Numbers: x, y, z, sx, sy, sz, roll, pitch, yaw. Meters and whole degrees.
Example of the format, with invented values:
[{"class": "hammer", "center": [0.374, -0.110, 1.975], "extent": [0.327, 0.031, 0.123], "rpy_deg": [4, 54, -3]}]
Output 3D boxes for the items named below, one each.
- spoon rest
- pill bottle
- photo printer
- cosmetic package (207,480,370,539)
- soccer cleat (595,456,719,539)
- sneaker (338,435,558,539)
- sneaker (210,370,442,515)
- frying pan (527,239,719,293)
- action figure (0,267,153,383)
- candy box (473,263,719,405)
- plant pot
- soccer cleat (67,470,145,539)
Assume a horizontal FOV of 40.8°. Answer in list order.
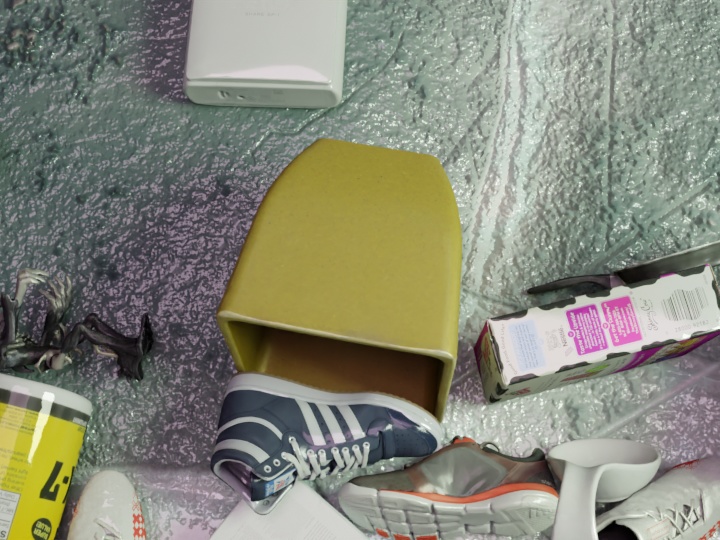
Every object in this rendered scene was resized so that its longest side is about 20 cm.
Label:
[{"class": "spoon rest", "center": [0.196, 0.175, 0.809], "extent": [0.098, 0.200, 0.062], "rpy_deg": [-1, 103, 22]}, {"class": "pill bottle", "center": [-0.317, 0.200, 0.854], "extent": [0.113, 0.114, 0.203], "rpy_deg": [11, 75, 5]}, {"class": "photo printer", "center": [-0.095, -0.272, 1.007], "extent": [0.164, 0.070, 0.203], "rpy_deg": [3, 74, 3]}, {"class": "cosmetic package", "center": [-0.081, 0.294, 0.850], "extent": [0.150, 0.052, 0.200], "rpy_deg": [38, 78, 15]}, {"class": "soccer cleat", "center": [0.252, 0.223, 0.840], "extent": [0.198, 0.085, 0.069], "rpy_deg": [-27, 74, -5]}, {"class": "sneaker", "center": [0.079, 0.193, 0.876], "extent": [0.197, 0.078, 0.083], "rpy_deg": [1, 48, 0]}, {"class": "sneaker", "center": [-0.032, 0.158, 0.834], "extent": [0.197, 0.071, 0.109], "rpy_deg": [10, 45, 6]}, {"class": "frying pan", "center": [0.256, 0.002, 0.893], "extent": [0.187, 0.115, 0.031], "rpy_deg": [-17, 85, -2]}, {"class": "action figure", "center": [-0.295, 0.050, 0.901], "extent": [0.197, 0.119, 0.104], "rpy_deg": [7, 90, -6]}, {"class": "candy box", "center": [0.206, 0.060, 0.863], "extent": [0.197, 0.137, 0.062], "rpy_deg": [-14, 75, -3]}, {"class": "plant pot", "center": [0.000, 0.000, 0.868], "extent": [0.193, 0.195, 0.203], "rpy_deg": [10, 67, 5]}, {"class": "soccer cleat", "center": [-0.232, 0.275, 0.835], "extent": [0.068, 0.085, 0.203], "rpy_deg": [6, 74, 4]}]
